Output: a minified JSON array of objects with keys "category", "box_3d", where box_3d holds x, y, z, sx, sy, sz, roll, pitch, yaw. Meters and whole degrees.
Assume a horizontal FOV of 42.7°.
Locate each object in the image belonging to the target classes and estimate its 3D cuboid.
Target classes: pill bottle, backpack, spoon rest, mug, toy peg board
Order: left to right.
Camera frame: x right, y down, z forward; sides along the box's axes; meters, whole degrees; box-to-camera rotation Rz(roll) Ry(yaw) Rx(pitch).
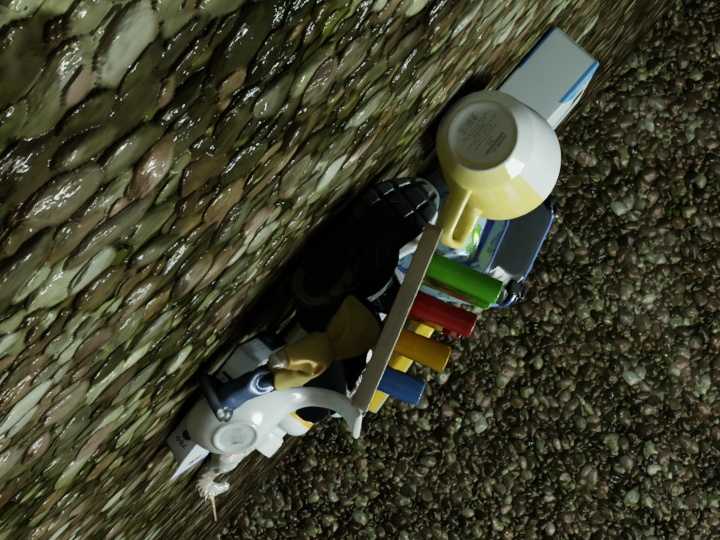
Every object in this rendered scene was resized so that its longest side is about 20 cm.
[{"category":"spoon rest","box_3d":[-0.102,0.171,1.075,0.061,0.200,0.099,-108,-159,-50]},{"category":"pill bottle","box_3d":[-0.088,0.153,1.260,0.200,0.113,0.113,-48,173,-7]},{"category":"toy peg board","box_3d":[0.075,0.069,1.009,0.200,0.098,0.199,70,42,-84]},{"category":"backpack","box_3d":[0.138,-0.054,1.280,0.200,0.147,0.183,-1,-124,48]},{"category":"mug","box_3d":[0.158,-0.126,1.094,0.149,0.187,0.153,-6,174,16]}]

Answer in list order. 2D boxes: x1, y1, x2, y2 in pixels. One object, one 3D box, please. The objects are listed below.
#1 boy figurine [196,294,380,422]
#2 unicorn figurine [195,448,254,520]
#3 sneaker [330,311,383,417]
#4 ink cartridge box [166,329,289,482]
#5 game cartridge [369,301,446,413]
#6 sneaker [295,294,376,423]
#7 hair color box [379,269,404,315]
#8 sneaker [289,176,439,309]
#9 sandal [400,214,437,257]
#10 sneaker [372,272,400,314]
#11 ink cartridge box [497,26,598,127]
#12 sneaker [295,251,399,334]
[{"category":"boy figurine","box_3d":[-0.073,0.094,0.988,0.200,0.064,0.124,-29,171,-2]},{"category":"unicorn figurine","box_3d":[-0.219,0.315,1.545,0.137,0.074,0.200,-35,154,-24]},{"category":"sneaker","box_3d":[-0.054,0.141,1.393,0.200,0.140,0.078,-62,143,-47]},{"category":"ink cartridge box","box_3d":[-0.170,0.163,1.120,0.200,0.039,0.099,-52,171,17]},{"category":"game cartridge","box_3d":[0.060,0.098,1.421,0.200,0.032,0.176,-58,-168,16]},{"category":"sneaker","box_3d":[-0.036,0.111,1.137,0.060,0.104,0.200,-20,122,-38]},{"category":"hair color box","box_3d":[0.013,0.068,1.619,0.100,0.061,0.200,-41,170,-49]},{"category":"sneaker","box_3d":[0.001,-0.032,1.022,0.200,0.075,0.079,-38,174,-11]},{"category":"sandal","box_3d":[0.037,-0.049,1.200,0.203,0.050,0.083,-32,-149,60]},{"category":"sneaker","box_3d":[0.031,0.016,1.387,0.070,0.078,0.200,-47,173,-10]},{"category":"ink cartridge box","box_3d":[0.255,-0.245,1.342,0.145,0.084,0.200,-49,173,0]},{"category":"sneaker","box_3d":[0.000,0.000,1.148,0.114,0.076,0.199,-45,175,-43]}]
